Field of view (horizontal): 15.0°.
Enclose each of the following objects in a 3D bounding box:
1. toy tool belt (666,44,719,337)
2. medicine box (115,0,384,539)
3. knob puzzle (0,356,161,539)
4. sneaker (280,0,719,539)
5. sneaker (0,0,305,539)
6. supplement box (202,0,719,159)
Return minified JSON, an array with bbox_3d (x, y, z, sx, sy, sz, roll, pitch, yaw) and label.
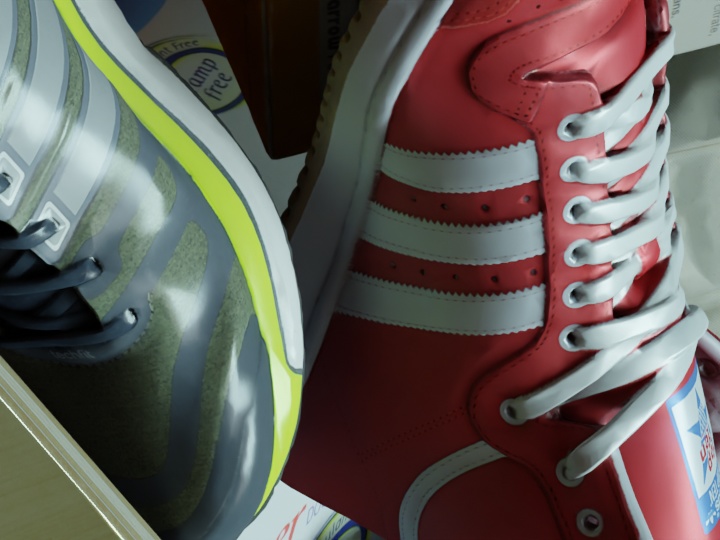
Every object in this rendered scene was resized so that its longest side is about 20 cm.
[{"bbox_3d":[0.139,-0.068,0.782,0.200,0.123,0.125,-18,132,-1],"label":"toy tool belt"},{"bbox_3d":[-0.073,0.058,0.691,0.182,0.103,0.200,-44,153,-44],"label":"medicine box"},{"bbox_3d":[-0.114,0.099,0.574,0.030,0.219,0.220,-90,-174,-48],"label":"knob puzzle"},{"bbox_3d":[0.045,-0.005,0.538,0.071,0.112,0.200,-44,164,-42],"label":"sneaker"},{"bbox_3d":[-0.077,-0.025,0.506,0.200,0.074,0.081,63,34,-18],"label":"sneaker"},{"bbox_3d":[0.053,-0.115,0.620,0.200,0.126,0.074,-16,143,-13],"label":"supplement box"}]
